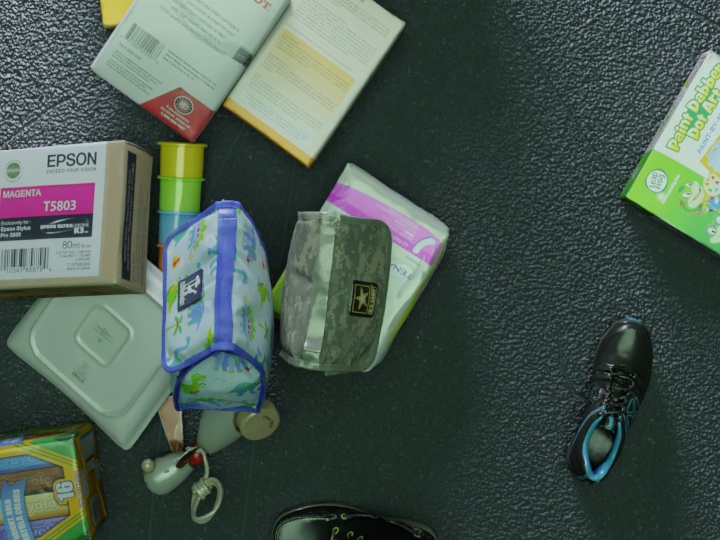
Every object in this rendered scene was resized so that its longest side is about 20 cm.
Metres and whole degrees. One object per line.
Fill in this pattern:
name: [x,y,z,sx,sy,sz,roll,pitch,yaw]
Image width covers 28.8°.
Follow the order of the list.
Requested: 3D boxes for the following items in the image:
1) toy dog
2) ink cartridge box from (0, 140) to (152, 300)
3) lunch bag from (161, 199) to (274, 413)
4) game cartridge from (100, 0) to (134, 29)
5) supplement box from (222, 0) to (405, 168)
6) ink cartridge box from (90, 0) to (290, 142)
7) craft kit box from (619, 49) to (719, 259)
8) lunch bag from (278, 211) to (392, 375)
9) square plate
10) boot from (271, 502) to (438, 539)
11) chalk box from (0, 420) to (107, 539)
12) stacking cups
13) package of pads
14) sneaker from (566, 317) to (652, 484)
toy dog: [-0.184,0.179,1.621,0.201,0.131,0.096,-54,131,-5]
ink cartridge box: [-0.341,-0.055,1.589,0.197,0.075,0.167,-3,80,19]
lunch bag: [-0.150,0.043,1.500,0.126,0.200,0.172,2,66,-10]
game cartridge: [-0.213,-0.382,1.643,0.197,0.032,0.179,-6,92,-3]
supplement box: [-0.053,-0.237,1.625,0.125,0.074,0.201,35,92,-1]
ink cartridge box: [-0.190,-0.274,1.595,0.144,0.084,0.201,35,101,-12]
craft kit box: [0.439,-0.122,1.648,0.196,0.049,0.202,30,92,1]
lunch bag: [-0.029,0.023,1.506,0.116,0.200,0.166,8,91,2]
square plate: [-0.294,0.075,1.632,0.199,0.028,0.199,40,102,6]
boot: [-0.005,0.321,1.606,0.201,0.154,0.075,7,92,-1]
chalk box: [-0.406,0.253,1.618,0.197,0.125,0.126,-7,92,-1]
stacking cups: [-0.209,-0.049,1.643,0.060,0.061,0.203,1,96,0]
package of pads: [0.000,0.000,1.638,0.153,0.068,0.201,32,93,0]
sneaker: [0.300,0.156,1.638,0.072,0.082,0.203,15,91,1]
